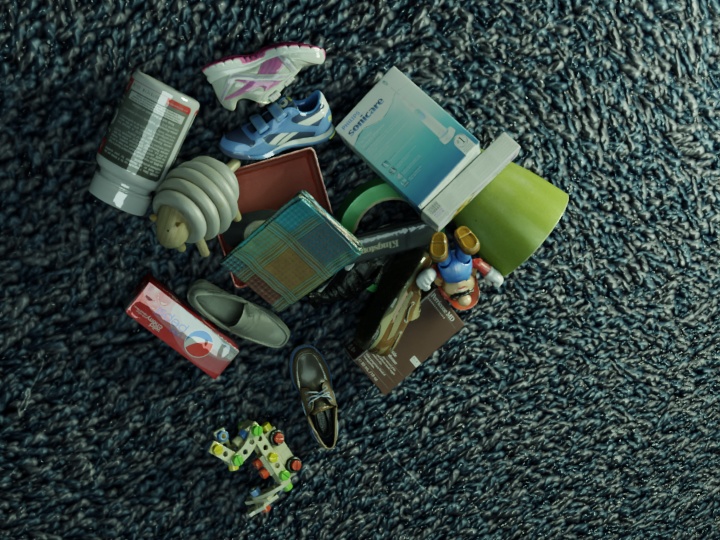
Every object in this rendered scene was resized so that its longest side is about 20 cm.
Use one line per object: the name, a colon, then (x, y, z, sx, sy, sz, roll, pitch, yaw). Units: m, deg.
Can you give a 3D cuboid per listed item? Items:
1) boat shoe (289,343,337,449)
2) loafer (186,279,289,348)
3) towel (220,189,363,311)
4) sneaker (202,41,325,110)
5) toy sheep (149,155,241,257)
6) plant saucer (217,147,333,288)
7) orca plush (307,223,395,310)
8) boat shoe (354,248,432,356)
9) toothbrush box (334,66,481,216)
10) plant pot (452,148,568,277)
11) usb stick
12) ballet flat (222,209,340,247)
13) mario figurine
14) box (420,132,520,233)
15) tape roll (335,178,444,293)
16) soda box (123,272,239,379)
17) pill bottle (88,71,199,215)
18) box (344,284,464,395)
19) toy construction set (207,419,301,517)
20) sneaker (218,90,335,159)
boat shoe: (-0.074, 0.230, 1.594, 0.072, 0.072, 0.202, -20, 109, -9)
loafer: (-0.209, 0.082, 1.518, 0.199, 0.070, 0.070, 27, 96, -20)
towel: (-0.111, -0.024, 1.414, 0.199, 0.022, 0.146, -36, 116, 27)
sneaker: (-0.150, -0.315, 1.426, 0.198, 0.081, 0.089, -15, 110, -2)
toy sheep: (-0.252, -0.109, 1.383, 0.138, 0.137, 0.201, 50, 50, -21)
plant saucer: (-0.147, -0.091, 1.491, 0.198, 0.037, 0.202, -16, 109, 1)
orca plush: (0.000, 0.000, 1.486, 0.199, 0.071, 0.106, -29, 122, -16)
boat shoe: (0.067, 0.058, 1.533, 0.074, 0.076, 0.201, 35, 85, -31)
toothbrush box: (0.080, -0.212, 1.458, 0.200, 0.085, 0.147, 43, 90, 14)
plant pot: (0.225, -0.123, 1.539, 0.199, 0.187, 0.188, 38, 93, -5)
usb stick: (0.034, -0.046, 1.456, 0.198, 0.033, 0.056, -14, 135, -9)
ballet flat: (-0.130, -0.064, 1.447, 0.198, 0.073, 0.074, -4, 106, -2)
mario figurine: (0.170, 0.013, 1.487, 0.123, 0.200, 0.107, 19, 69, 21)
box: (0.181, -0.144, 1.445, 0.041, 0.039, 0.200, 43, 78, 12)
tape roll: (0.049, -0.061, 1.561, 0.198, 0.048, 0.202, -4, 107, -14)
soda box: (-0.304, 0.095, 1.499, 0.200, 0.063, 0.070, 40, 92, -22)
pill bottle: (-0.343, -0.197, 1.381, 0.113, 0.114, 0.201, 24, 97, -20)
box: (0.080, 0.121, 1.608, 0.200, 0.075, 0.100, -42, 112, -3)
toy construction set: (-0.186, 0.352, 1.586, 0.131, 0.092, 0.201, -38, 122, -29)
sneaker: (-0.139, -0.240, 1.439, 0.198, 0.074, 0.083, -20, 134, -18)
